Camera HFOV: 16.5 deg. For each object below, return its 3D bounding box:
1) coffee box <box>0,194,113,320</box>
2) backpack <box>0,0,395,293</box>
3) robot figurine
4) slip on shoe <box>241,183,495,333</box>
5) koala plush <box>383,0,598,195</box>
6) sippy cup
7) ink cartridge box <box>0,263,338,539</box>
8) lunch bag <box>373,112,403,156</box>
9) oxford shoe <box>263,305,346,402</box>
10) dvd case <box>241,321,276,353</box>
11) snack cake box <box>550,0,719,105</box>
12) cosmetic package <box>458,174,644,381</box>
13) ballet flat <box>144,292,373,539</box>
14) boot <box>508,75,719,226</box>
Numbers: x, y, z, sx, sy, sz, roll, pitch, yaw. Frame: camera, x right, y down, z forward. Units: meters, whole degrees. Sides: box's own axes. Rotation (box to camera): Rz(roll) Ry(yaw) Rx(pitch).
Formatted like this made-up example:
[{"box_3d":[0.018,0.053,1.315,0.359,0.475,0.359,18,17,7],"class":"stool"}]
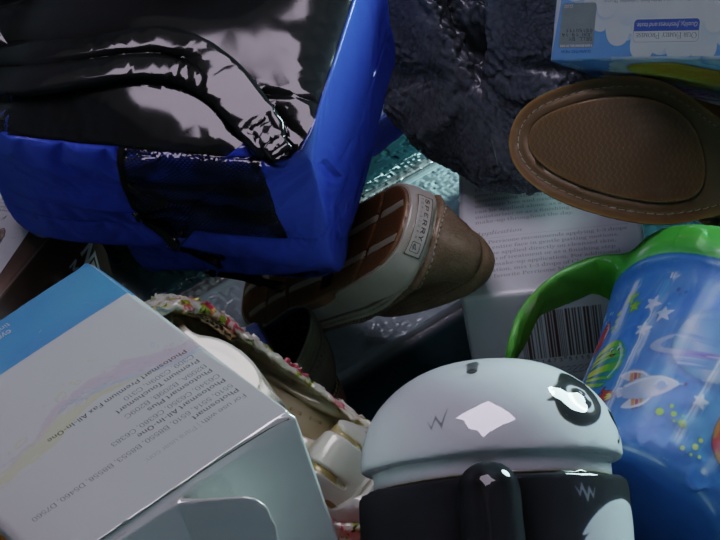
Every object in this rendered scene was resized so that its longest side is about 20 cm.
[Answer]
[{"box_3d":[-0.211,0.051,1.306,0.080,0.115,0.200,9,42,24],"class":"coffee box"},{"box_3d":[-0.096,-0.076,1.270,0.199,0.168,0.163,6,50,14],"class":"backpack"},{"box_3d":[0.065,0.139,1.104,0.125,0.201,0.150,3,-13,-32],"class":"robot figurine"},{"box_3d":[0.000,0.000,1.347,0.200,0.060,0.076,-24,50,57],"class":"slip on shoe"},{"box_3d":[0.111,-0.151,1.389,0.177,0.184,0.200,-6,14,38],"class":"koala plush"},{"box_3d":[0.163,0.069,1.220,0.178,0.140,0.130,-1,44,45],"class":"sippy cup"},{"box_3d":[-0.101,0.112,1.095,0.125,0.129,0.200,-33,37,-20],"class":"ink cartridge box"},{"box_3d":[-0.041,-0.120,1.492,0.200,0.124,0.170,19,48,42],"class":"lunch bag"},{"box_3d":[-0.090,0.088,1.285,0.070,0.075,0.200,21,47,34],"class":"oxford shoe"},{"box_3d":[-0.105,0.127,1.220,0.200,0.018,0.143,-24,77,-19],"class":"dvd case"},{"box_3d":[0.200,-0.120,1.282,0.115,0.067,0.200,2,-6,38],"class":"snack cake box"},{"box_3d":[0.108,-0.024,1.390,0.101,0.071,0.200,-6,38,7],"class":"cosmetic package"},{"box_3d":[-0.037,0.081,1.207,0.200,0.064,0.076,34,74,1],"class":"ballet flat"},{"box_3d":[0.177,-0.049,1.303,0.199,0.074,0.155,6,-6,4],"class":"boot"}]
